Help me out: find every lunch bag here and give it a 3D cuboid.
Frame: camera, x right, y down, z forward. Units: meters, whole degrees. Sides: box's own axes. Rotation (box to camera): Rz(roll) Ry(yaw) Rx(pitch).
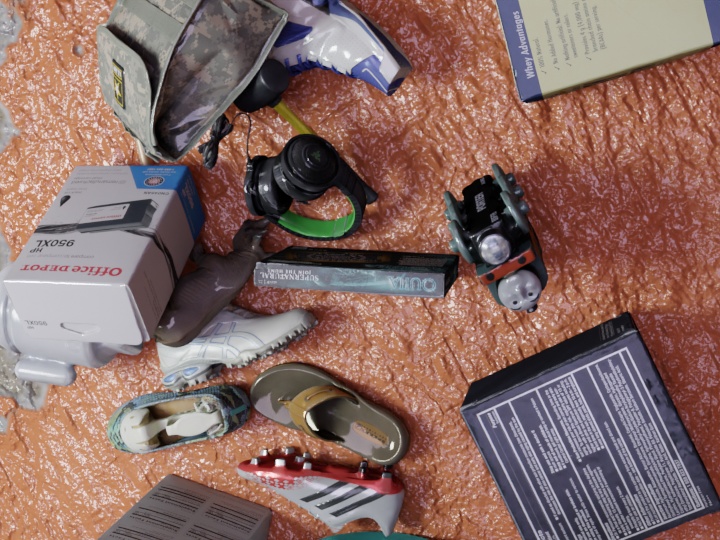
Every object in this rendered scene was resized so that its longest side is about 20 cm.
[{"bbox_3d":[-0.195,-0.227,1.002,0.201,0.117,0.164,-57,43,8],"label":"lunch bag"}]

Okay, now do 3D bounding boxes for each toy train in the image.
[{"bbox_3d":[0.141,-0.032,0.967,0.085,0.200,0.115,-30,106,12],"label":"toy train"}]

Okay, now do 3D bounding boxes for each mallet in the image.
[{"bbox_3d":[-0.048,-0.146,1.031,0.199,0.041,0.066,39,144,-15],"label":"mallet"}]

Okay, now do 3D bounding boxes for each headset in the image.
[{"bbox_3d":[-0.082,-0.089,1.014,0.123,0.095,0.200,-18,133,40],"label":"headset"}]

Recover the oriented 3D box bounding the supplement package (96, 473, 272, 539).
[{"bbox_3d":[-0.213,0.374,1.098,0.146,0.200,0.193,16,102,9],"label":"supplement package"}]

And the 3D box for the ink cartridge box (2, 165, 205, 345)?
[{"bbox_3d":[-0.270,-0.023,1.041,0.143,0.201,0.085,1,133,12],"label":"ink cartridge box"}]

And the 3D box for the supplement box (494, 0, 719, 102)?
[{"bbox_3d":[0.229,-0.286,0.934,0.198,0.134,0.202,-14,96,14],"label":"supplement box"}]

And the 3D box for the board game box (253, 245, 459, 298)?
[{"bbox_3d":[0.000,0.000,1.027,0.198,0.135,0.029,3,100,12],"label":"board game box"}]

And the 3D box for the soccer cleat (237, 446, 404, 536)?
[{"bbox_3d":[-0.048,0.258,1.114,0.198,0.069,0.086,6,96,6],"label":"soccer cleat"}]

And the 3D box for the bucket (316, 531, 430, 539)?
[{"bbox_3d":[0.018,0.378,1.053,0.205,0.207,0.137,1,93,12],"label":"bucket"}]

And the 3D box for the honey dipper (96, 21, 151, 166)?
[{"bbox_3d":[-0.263,-0.183,1.108,0.038,0.038,0.202,-8,100,13],"label":"honey dipper"}]

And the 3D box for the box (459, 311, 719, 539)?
[{"bbox_3d":[0.237,0.179,1.010,0.197,0.123,0.202,-26,91,13],"label":"box"}]

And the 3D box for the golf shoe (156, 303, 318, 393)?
[{"bbox_3d":[-0.150,0.067,1.103,0.198,0.078,0.098,-20,87,12],"label":"golf shoe"}]

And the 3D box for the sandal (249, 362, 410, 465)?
[{"bbox_3d":[-0.038,0.166,1.100,0.198,0.054,0.081,24,102,14],"label":"sandal"}]

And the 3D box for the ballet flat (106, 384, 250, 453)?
[{"bbox_3d":[-0.227,0.178,1.133,0.198,0.074,0.075,-18,95,18],"label":"ballet flat"}]

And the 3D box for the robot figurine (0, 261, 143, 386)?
[{"bbox_3d":[-0.347,0.047,1.120,0.198,0.113,0.171,8,73,10],"label":"robot figurine"}]

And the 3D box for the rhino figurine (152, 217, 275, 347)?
[{"bbox_3d":[-0.164,0.009,1.077,0.200,0.087,0.060,-43,129,-11],"label":"rhino figurine"}]

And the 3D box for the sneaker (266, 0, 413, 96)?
[{"bbox_3d":[-0.046,-0.240,1.035,0.199,0.080,0.115,43,109,9],"label":"sneaker"}]
